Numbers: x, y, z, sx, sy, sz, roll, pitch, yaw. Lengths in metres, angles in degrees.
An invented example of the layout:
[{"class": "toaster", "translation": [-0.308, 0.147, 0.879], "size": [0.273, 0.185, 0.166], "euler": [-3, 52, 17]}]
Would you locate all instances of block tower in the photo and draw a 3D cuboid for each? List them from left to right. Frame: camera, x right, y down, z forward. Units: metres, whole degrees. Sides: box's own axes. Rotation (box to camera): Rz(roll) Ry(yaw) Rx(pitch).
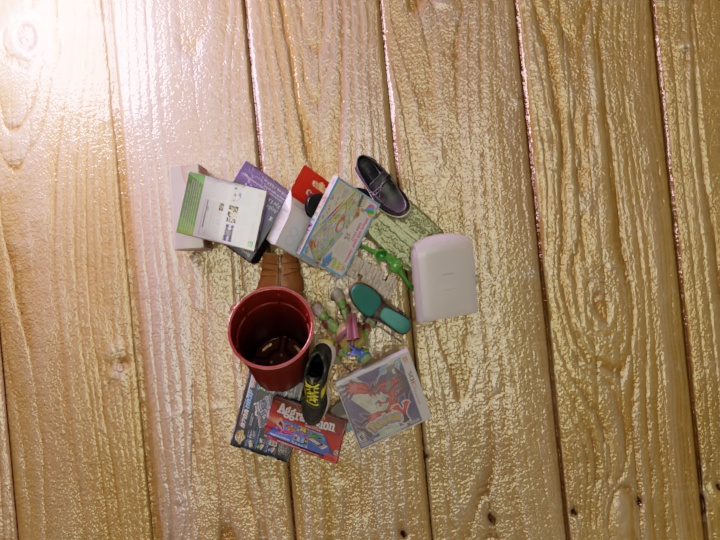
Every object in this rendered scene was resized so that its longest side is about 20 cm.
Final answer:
[{"class": "block tower", "translation": [0.000, 0.000, 1.442], "size": [0.196, 0.054, 0.059], "euler": [29, 89, 0]}]

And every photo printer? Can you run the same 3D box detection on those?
[{"class": "photo printer", "translation": [0.207, 0.014, 1.412], "size": [0.160, 0.069, 0.208], "euler": [-7, 98, -11]}]

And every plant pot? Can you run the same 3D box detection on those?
[{"class": "plant pot", "translation": [-0.199, 0.179, 1.348], "size": [0.193, 0.198, 0.206], "euler": [0, 57, 0]}]

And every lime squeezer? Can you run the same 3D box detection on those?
[{"class": "lime squeezer", "translation": [0.066, -0.025, 1.434], "size": [0.198, 0.071, 0.038], "euler": [37, 84, 1]}]

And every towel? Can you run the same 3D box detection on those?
[{"class": "towel", "translation": [0.106, -0.102, 1.452], "size": [0.198, 0.036, 0.150], "euler": [38, 89, 1]}]

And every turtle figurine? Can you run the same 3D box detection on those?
[{"class": "turtle figurine", "translation": [-0.032, 0.159, 1.431], "size": [0.144, 0.198, 0.196], "euler": [-45, 69, 22]}]

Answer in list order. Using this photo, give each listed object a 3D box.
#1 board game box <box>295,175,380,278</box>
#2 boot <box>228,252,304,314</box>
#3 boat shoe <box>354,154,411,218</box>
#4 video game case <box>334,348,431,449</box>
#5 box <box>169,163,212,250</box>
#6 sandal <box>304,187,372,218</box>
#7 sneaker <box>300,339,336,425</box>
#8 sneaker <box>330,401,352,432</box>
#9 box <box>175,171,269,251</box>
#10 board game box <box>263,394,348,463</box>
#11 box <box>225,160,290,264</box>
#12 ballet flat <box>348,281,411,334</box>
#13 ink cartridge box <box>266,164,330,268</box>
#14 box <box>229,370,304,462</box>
[{"class": "board game box", "translation": [-0.054, -0.102, 1.371], "size": [0.132, 0.034, 0.204], "euler": [28, 89, -26]}, {"class": "boot", "translation": [-0.240, 0.035, 1.435], "size": [0.193, 0.074, 0.161], "euler": [-6, 91, -12]}, {"class": "boat shoe", "translation": [0.051, -0.209, 1.415], "size": [0.074, 0.062, 0.202], "euler": [-38, 73, 0]}, {"class": "video game case", "translation": [0.056, 0.312, 1.383], "size": [0.195, 0.023, 0.187], "euler": [-22, 101, -4]}, {"class": "box", "translation": [-0.421, -0.153, 1.424], "size": [0.075, 0.095, 0.208], "euler": [-4, 91, -1]}, {"class": "sandal", "translation": [-0.044, -0.159, 1.402], "size": [0.196, 0.047, 0.078], "euler": [-13, 104, -35]}, {"class": "sneaker", "translation": [-0.111, 0.265, 1.334], "size": [0.072, 0.084, 0.208], "euler": [10, 96, 14]}, {"class": "sneaker", "translation": [0.021, 0.354, 1.441], "size": [0.193, 0.074, 0.084], "euler": [-16, 119, -5]}, {"class": "box", "translation": [-0.325, -0.139, 1.349], "size": [0.193, 0.036, 0.150], "euler": [14, 89, -1]}, {"class": "board game box", "translation": [-0.134, 0.384, 1.388], "size": [0.194, 0.019, 0.107], "euler": [15, 89, 13]}, {"class": "box", "translation": [-0.270, -0.140, 1.418], "size": [0.146, 0.104, 0.204], "euler": [32, 89, 0]}, {"class": "ballet flat", "translation": [0.041, 0.091, 1.419], "size": [0.198, 0.075, 0.069], "euler": [35, 91, -19]}, {"class": "ink cartridge box", "translation": [-0.121, -0.128, 1.398], "size": [0.047, 0.159, 0.204], "euler": [26, 88, 44]}, {"class": "box", "translation": [-0.228, 0.360, 1.442], "size": [0.154, 0.046, 0.207], "euler": [15, 90, 0]}]
